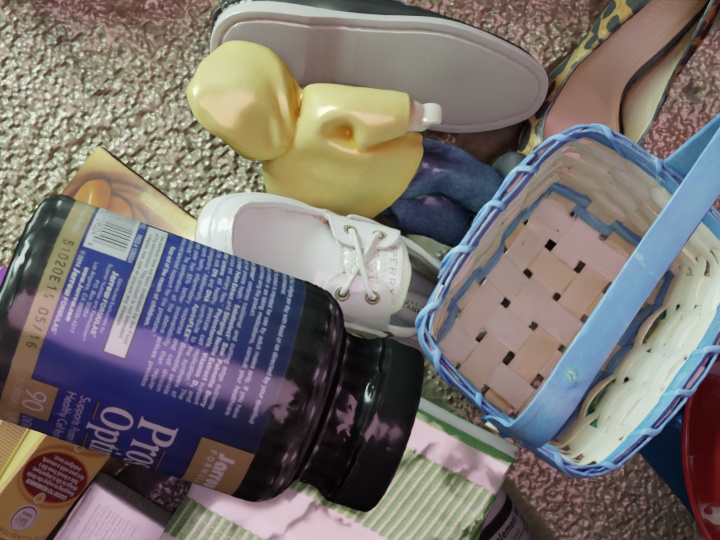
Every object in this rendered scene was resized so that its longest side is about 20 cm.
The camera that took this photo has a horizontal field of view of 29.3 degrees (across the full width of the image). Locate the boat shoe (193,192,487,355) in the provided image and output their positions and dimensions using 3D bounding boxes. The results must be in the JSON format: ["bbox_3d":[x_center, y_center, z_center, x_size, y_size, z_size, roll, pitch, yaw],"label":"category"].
[{"bbox_3d":[0.000,0.000,0.761,0.200,0.069,0.071,18,73,-43],"label":"boat shoe"}]

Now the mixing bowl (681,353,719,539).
[{"bbox_3d":[0.273,0.090,0.685,0.200,0.108,0.201,1,87,-10],"label":"mixing bowl"}]

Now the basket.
[{"bbox_3d":[0.116,0.010,0.683,0.139,0.200,0.176,37,83,5],"label":"basket"}]

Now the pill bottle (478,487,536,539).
[{"bbox_3d":[0.055,0.186,0.796,0.111,0.111,0.200,-33,93,-4],"label":"pill bottle"}]

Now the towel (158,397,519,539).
[{"bbox_3d":[-0.023,0.149,0.724,0.152,0.023,0.200,28,78,3],"label":"towel"}]

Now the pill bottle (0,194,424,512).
[{"bbox_3d":[-0.076,0.046,0.670,0.200,0.112,0.112,20,89,-8],"label":"pill bottle"}]

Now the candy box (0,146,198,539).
[{"bbox_3d":[-0.164,0.041,0.773,0.117,0.056,0.200,35,87,40],"label":"candy box"}]

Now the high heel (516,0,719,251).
[{"bbox_3d":[0.144,-0.095,0.786,0.071,0.143,0.200,24,88,-5],"label":"high heel"}]

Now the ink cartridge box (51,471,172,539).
[{"bbox_3d":[-0.101,0.218,0.814,0.200,0.050,0.109,33,86,-6],"label":"ink cartridge box"}]

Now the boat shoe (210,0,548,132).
[{"bbox_3d":[0.011,-0.131,0.816,0.199,0.060,0.074,6,129,-5],"label":"boat shoe"}]

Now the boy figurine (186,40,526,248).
[{"bbox_3d":[-0.008,-0.065,0.790,0.200,0.124,0.065,22,52,-15],"label":"boy figurine"}]

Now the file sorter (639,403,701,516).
[{"bbox_3d":[0.265,0.117,0.803,0.123,0.139,0.200,-41,94,-7],"label":"file sorter"}]
